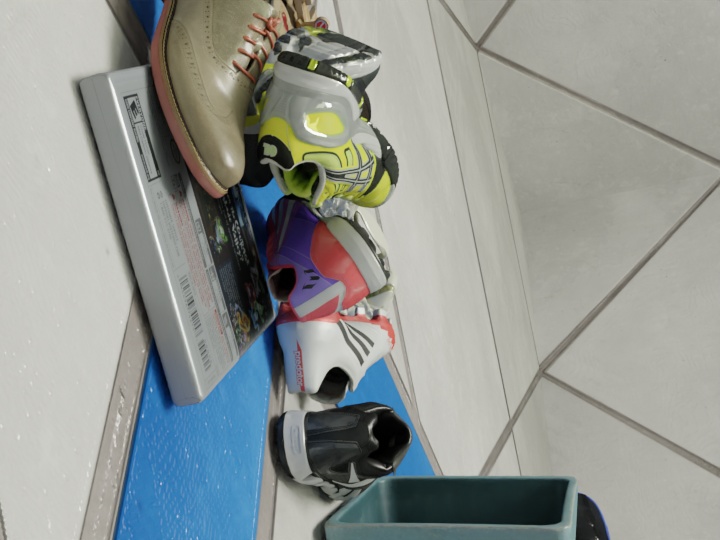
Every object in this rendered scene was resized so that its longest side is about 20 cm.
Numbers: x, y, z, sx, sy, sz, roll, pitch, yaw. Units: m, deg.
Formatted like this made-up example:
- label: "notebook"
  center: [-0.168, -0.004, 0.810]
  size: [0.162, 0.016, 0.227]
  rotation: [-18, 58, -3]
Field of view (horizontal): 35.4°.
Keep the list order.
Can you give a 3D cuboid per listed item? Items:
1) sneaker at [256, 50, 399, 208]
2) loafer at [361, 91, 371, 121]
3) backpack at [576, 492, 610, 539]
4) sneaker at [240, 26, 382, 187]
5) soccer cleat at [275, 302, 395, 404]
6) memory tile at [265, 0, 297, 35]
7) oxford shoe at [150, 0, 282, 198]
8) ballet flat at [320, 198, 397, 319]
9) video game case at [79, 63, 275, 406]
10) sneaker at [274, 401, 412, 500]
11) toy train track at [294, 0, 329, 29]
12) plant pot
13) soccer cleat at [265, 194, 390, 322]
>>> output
- label: "sneaker"
  center: [-0.029, -0.080, 0.796]
  size: [0.077, 0.075, 0.200]
  rotation: [-64, 157, -8]
- label: "loafer"
  center: [-0.047, -0.140, 1.018]
  size: [0.200, 0.073, 0.072]
  rotation: [18, 65, -65]
- label: "backpack"
  center: [0.301, 0.458, 1.766]
  size: [0.147, 0.183, 0.200]
  rotation: [103, -19, -60]
- label: "sneaker"
  center: [-0.052, -0.132, 0.896]
  size: [0.200, 0.074, 0.085]
  rotation: [-38, 148, -48]
- label: "soccer cleat"
  center: [-0.019, 0.071, 0.958]
  size: [0.200, 0.068, 0.085]
  rotation: [25, 63, -70]
- label: "memory tile"
  center: [-0.082, -0.310, 1.113]
  size: [0.153, 0.017, 0.200]
  rotation: [-19, 97, -77]
- label: "oxford shoe"
  center: [-0.087, -0.143, 0.717]
  size: [0.070, 0.075, 0.200]
  rotation: [47, 31, -64]
- label: "ballet flat"
  center: [0.000, 0.000, 1.092]
  size: [0.072, 0.072, 0.200]
  rotation: [-84, 160, -52]
- label: "video game case"
  center: [-0.111, -0.035, 0.736]
  size: [0.182, 0.023, 0.200]
  rotation: [-53, 130, -73]
- label: "sneaker"
  center: [0.003, 0.147, 0.918]
  size: [0.200, 0.090, 0.067]
  rotation: [44, 37, -68]
- label: "toy train track"
  center: [-0.033, -0.195, 1.133]
  size: [0.115, 0.032, 0.200]
  rotation: [-76, 160, -55]
- label: "plant pot"
  center: [0.090, 0.293, 0.969]
  size: [0.196, 0.195, 0.200]
  rotation: [-8, 95, -77]
- label: "soccer cleat"
  center: [-0.047, -0.010, 0.845]
  size: [0.068, 0.073, 0.200]
  rotation: [60, -12, -20]
